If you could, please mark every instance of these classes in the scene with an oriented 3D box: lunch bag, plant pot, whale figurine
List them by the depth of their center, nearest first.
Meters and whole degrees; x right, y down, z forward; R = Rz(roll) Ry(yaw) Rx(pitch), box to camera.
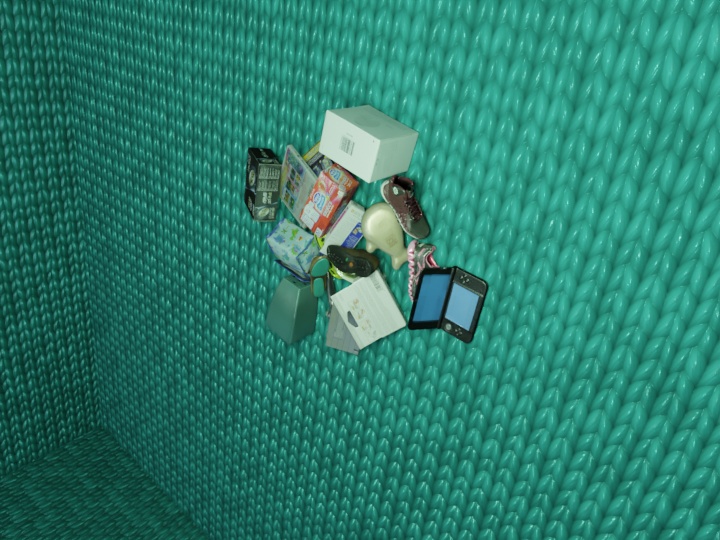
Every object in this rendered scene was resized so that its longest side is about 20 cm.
[{"bbox_3d":[0.081,-0.108,1.591,0.157,0.104,0.203,-35,104,3],"label":"whale figurine"},{"bbox_3d":[-0.218,-0.052,1.832,0.167,0.128,0.202,32,160,29],"label":"lunch bag"},{"bbox_3d":[-0.236,0.122,1.906,0.139,0.139,0.207,31,119,27],"label":"plant pot"}]

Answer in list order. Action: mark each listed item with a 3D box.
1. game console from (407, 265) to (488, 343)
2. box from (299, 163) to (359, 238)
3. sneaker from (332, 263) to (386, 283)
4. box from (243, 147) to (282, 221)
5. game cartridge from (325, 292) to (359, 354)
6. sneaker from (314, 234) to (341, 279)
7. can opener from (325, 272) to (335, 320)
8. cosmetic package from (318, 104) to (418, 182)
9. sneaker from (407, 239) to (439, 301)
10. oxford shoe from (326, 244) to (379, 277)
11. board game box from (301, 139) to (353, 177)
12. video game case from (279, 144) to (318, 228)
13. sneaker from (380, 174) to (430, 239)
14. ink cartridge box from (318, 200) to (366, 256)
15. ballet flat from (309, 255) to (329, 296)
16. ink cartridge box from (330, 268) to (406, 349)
[{"bbox_3d":[0.245,0.103,1.500,0.167,0.117,0.207,28,121,30],"label":"game console"},{"bbox_3d":[-0.098,-0.214,1.630,0.099,0.095,0.202,41,132,8],"label":"box"},{"bbox_3d":[0.000,0.000,1.694,0.195,0.077,0.091,30,103,-2],"label":"sneaker"},{"bbox_3d":[-0.343,-0.300,1.846,0.165,0.083,0.207,52,137,50],"label":"box"},{"bbox_3d":[-0.045,0.180,1.793,0.125,0.039,0.207,17,118,6],"label":"game cartridge"},{"bbox_3d":[-0.086,-0.062,1.757,0.072,0.083,0.206,10,129,43],"label":"sneaker"},{"bbox_3d":[-0.097,0.090,1.836,0.063,0.076,0.208,-172,68,-79],"label":"can opener"},{"bbox_3d":[0.023,-0.358,1.479,0.197,0.197,0.126,35,127,25],"label":"cosmetic package"},{"bbox_3d":[0.190,0.014,1.555,0.092,0.079,0.209,3,108,27],"label":"sneaker"},{"bbox_3d":[-0.023,-0.035,1.634,0.195,0.083,0.075,23,124,32],"label":"oxford shoe"},{"bbox_3d":[-0.123,-0.311,1.717,0.197,0.056,0.171,-27,84,43],"label":"board game box"},{"bbox_3d":[-0.208,-0.275,1.750,0.184,0.023,0.203,52,141,22],"label":"video game case"},{"bbox_3d":[0.138,-0.181,1.483,0.201,0.075,0.115,49,158,-2],"label":"sneaker"},{"bbox_3d":[-0.044,-0.118,1.671,0.202,0.092,0.038,-52,29,26],"label":"ink cartridge box"},{"bbox_3d":[-0.139,0.000,1.755,0.204,0.065,0.074,96,161,-51],"label":"ballet flat"},{"bbox_3d":[0.026,0.118,1.658,0.172,0.045,0.204,-27,103,13],"label":"ink cartridge box"}]
